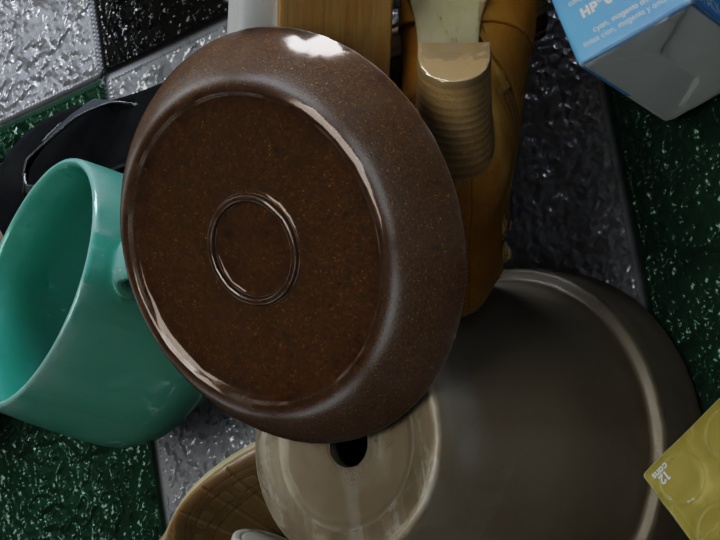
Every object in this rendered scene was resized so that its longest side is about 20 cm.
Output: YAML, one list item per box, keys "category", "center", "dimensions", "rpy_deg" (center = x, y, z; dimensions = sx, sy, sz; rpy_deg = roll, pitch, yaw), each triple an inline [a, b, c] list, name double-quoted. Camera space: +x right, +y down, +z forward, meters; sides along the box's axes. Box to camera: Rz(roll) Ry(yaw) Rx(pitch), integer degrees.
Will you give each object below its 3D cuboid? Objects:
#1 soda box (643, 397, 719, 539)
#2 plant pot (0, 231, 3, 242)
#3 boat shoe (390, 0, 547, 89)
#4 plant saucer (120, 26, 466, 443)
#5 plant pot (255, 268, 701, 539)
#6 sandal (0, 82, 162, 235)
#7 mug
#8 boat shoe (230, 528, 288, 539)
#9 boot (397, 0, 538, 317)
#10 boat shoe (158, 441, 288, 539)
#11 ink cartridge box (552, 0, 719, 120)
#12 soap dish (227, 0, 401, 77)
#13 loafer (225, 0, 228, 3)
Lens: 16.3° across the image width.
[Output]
- category: "soda box"
  center: [0.231, 0.059, 1.184]
  dimensions: [0.200, 0.064, 0.068]
  rpy_deg: [-49, 57, 24]
- category: "plant pot"
  center: [-0.280, 0.013, 1.571]
  dimensions: [0.200, 0.092, 0.202]
  rpy_deg: [11, 105, 48]
- category: "boat shoe"
  center: [0.023, -0.096, 1.374]
  dimensions: [0.199, 0.072, 0.072]
  rpy_deg: [-20, 97, 29]
- category: "plant saucer"
  center: [-0.042, -0.012, 1.175]
  dimensions: [0.200, 0.034, 0.201]
  rpy_deg: [11, 109, 34]
- category: "plant pot"
  center: [0.045, 0.093, 1.261]
  dimensions: [0.199, 0.173, 0.201]
  rpy_deg: [-6, 81, 39]
- category: "sandal"
  center: [-0.160, -0.075, 1.533]
  dimensions: [0.200, 0.043, 0.076]
  rpy_deg: [-23, 70, 35]
- category: "mug"
  center: [-0.134, 0.030, 1.427]
  dimensions: [0.152, 0.114, 0.185]
  rpy_deg: [-63, 28, 10]
- category: "boat shoe"
  center: [0.000, 0.205, 1.302]
  dimensions: [0.200, 0.067, 0.057]
  rpy_deg: [32, 109, 32]
- category: "boot"
  center: [0.050, -0.082, 1.255]
  dimensions: [0.070, 0.201, 0.144]
  rpy_deg: [4, 127, 6]
- category: "boat shoe"
  center: [-0.072, 0.142, 1.409]
  dimensions: [0.200, 0.072, 0.072]
  rpy_deg: [-52, 10, 36]
- category: "ink cartridge box"
  center: [0.125, -0.187, 1.267]
  dimensions: [0.068, 0.115, 0.201]
  rpy_deg: [-29, 66, 21]
- category: "soap dish"
  center: [-0.027, -0.089, 1.268]
  dimensions: [0.157, 0.081, 0.201]
  rpy_deg: [-100, 11, -67]
- category: "loafer"
  center: [-0.095, -0.217, 1.483]
  dimensions: [0.070, 0.070, 0.200]
  rpy_deg: [-51, 56, 22]
